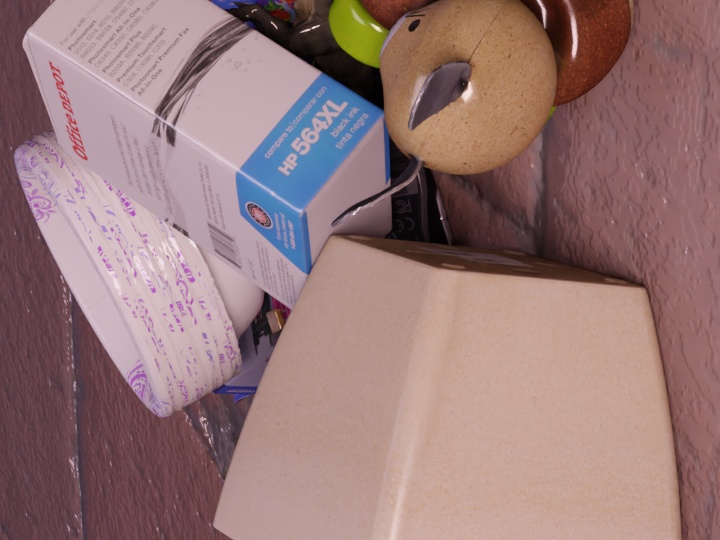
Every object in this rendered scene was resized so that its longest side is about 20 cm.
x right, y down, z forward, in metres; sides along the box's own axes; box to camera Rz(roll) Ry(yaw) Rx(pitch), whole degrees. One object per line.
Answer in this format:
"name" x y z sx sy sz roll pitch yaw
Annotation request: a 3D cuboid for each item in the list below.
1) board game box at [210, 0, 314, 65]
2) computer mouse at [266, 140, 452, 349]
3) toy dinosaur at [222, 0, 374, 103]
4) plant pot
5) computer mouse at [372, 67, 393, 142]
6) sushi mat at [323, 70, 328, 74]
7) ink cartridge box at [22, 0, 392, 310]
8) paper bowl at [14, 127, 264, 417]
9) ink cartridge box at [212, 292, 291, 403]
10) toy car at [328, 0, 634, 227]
"board game box" -0.081 -0.131 1.437 0.200 0.044 0.136 -158 77 -71
"computer mouse" 0.000 0.000 1.350 0.139 0.046 0.202 -14 98 25
"toy dinosaur" -0.036 -0.142 1.284 0.200 0.087 0.048 65 -156 -58
"plant pot" 0.056 0.080 1.176 0.200 0.198 0.179 20 103 61
"computer mouse" 0.044 -0.171 1.229 0.139 0.052 0.202 -121 33 -67
"sushi mat" -0.005 -0.202 1.304 0.200 0.012 0.096 116 150 -66
"ink cartridge box" -0.085 -0.079 1.243 0.199 0.084 0.146 35 161 16
"paper bowl" -0.136 -0.014 1.405 0.201 0.104 0.201 56 165 23
"ink cartridge box" -0.070 0.012 1.485 0.200 0.042 0.120 140 126 -62
"toy car" 0.039 -0.109 1.059 0.157 0.200 0.165 32 138 1
